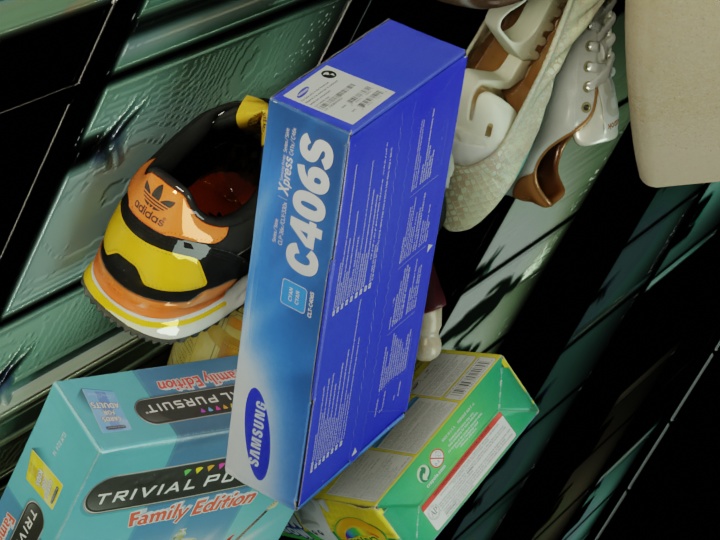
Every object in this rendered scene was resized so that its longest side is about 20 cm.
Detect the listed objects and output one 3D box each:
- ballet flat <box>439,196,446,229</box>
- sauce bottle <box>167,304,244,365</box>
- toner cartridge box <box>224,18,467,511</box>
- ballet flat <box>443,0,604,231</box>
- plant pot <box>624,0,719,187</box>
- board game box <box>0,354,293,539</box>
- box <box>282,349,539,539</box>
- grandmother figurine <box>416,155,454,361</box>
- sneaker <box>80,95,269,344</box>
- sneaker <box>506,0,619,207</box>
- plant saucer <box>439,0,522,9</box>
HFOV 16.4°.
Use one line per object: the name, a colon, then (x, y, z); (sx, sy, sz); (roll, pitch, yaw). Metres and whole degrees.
ballet flat: (0.010, -0.024, 1.402); (0.066, 0.057, 0.200); (-8, 153, -6)
sauce bottle: (-0.066, 0.053, 1.261); (0.066, 0.066, 0.200); (-43, 161, -41)
toner cartridge box: (-0.008, -0.001, 1.091); (0.095, 0.043, 0.200); (-36, 144, -46)
ballet flat: (0.077, -0.117, 1.378); (0.062, 0.067, 0.200); (14, 106, -55)
plant pot: (0.235, -0.184, 1.366); (0.177, 0.199, 0.200); (59, 32, -52)
board game box: (-0.109, 0.130, 1.205); (0.151, 0.047, 0.200); (-8, 138, -41)
box: (-0.009, 0.094, 1.366); (0.117, 0.048, 0.200); (-48, -150, -25)
grandmother figurine: (0.000, 0.000, 1.257); (0.061, 0.121, 0.200); (-26, 144, -44)
sneaker: (-0.040, -0.045, 1.103); (0.200, 0.070, 0.090); (-38, 160, -47)
sneaker: (0.130, -0.127, 1.456); (0.073, 0.085, 0.200); (-32, 150, -55)
plant saucer: (0.107, -0.189, 1.207); (0.200, 0.035, 0.200); (-33, 166, -10)
